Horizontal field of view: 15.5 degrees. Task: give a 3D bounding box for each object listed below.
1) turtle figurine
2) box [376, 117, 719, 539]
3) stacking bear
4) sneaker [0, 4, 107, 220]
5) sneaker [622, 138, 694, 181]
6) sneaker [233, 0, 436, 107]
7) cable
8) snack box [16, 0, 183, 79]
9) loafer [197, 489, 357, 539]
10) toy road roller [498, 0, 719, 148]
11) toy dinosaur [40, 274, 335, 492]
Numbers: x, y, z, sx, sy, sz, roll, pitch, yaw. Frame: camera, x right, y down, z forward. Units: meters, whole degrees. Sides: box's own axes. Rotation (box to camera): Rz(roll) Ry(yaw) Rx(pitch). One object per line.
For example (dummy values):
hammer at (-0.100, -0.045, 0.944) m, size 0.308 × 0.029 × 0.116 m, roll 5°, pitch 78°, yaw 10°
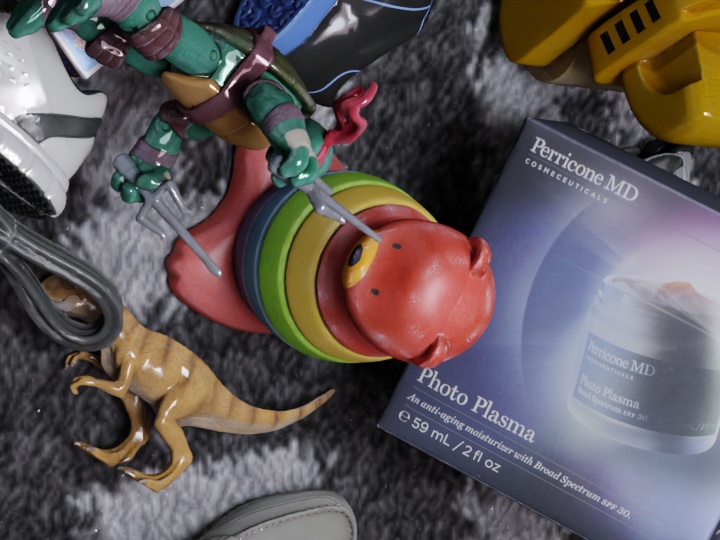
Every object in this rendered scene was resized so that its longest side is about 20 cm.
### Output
turtle figurine at (-0.079, -0.083, 1.348) m, size 0.200 × 0.150 × 0.101 m, roll 39°, pitch 56°, yaw -22°
box at (0.146, 0.043, 1.490) m, size 0.200 × 0.123 × 0.199 m, roll 27°, pitch 97°, yaw 13°
stacking bear at (0.000, 0.000, 1.431) m, size 0.114 × 0.200 × 0.122 m, roll 35°, pitch 82°, yaw -29°
sneaker at (-0.213, -0.116, 1.377) m, size 0.200 × 0.074 × 0.080 m, roll 48°, pitch 62°, yaw -32°
sneaker at (0.204, -0.021, 1.613) m, size 0.200 × 0.075 × 0.116 m, roll 13°, pitch 91°, yaw -29°
sneaker at (0.020, -0.177, 1.472) m, size 0.200 × 0.070 × 0.078 m, roll -43°, pitch 133°, yaw 7°
cable at (-0.202, -0.031, 1.386) m, size 0.200 × 0.050 × 0.097 m, roll 25°, pitch 114°, yaw -26°
snack box at (-0.099, -0.193, 1.440) m, size 0.200 × 0.024 × 0.072 m, roll -41°, pitch 115°, yaw -16°
loafer at (-0.082, 0.187, 1.498) m, size 0.200 × 0.070 × 0.070 m, roll -29°, pitch 112°, yaw -21°
toy road roller at (0.179, -0.126, 1.491) m, size 0.123 × 0.200 × 0.146 m, roll 4°, pitch 69°, yaw -29°
toy dinosaur at (-0.100, 0.071, 1.472) m, size 0.200 × 0.060 × 0.106 m, roll 34°, pitch 81°, yaw -30°
